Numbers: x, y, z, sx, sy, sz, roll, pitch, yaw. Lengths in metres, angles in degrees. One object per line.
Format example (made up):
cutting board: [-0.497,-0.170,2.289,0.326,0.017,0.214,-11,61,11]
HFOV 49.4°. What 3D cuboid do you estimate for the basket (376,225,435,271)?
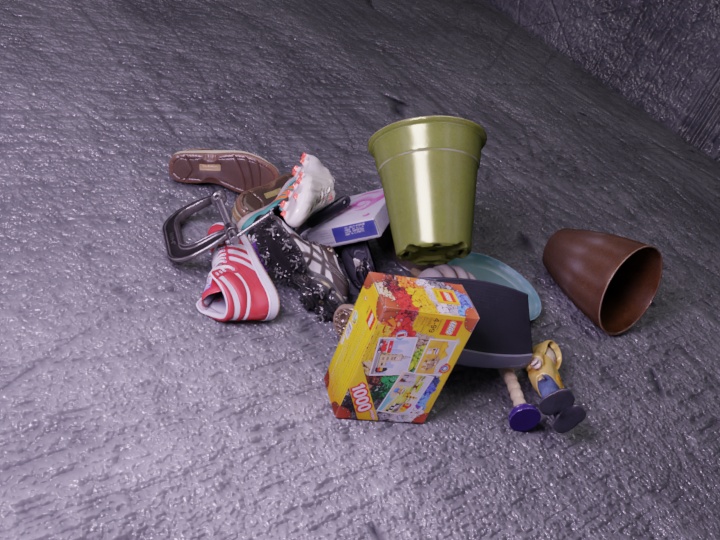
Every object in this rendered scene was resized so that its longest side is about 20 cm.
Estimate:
basket: [0.129,-0.121,1.471,0.134,0.203,0.181,-5,42,-38]

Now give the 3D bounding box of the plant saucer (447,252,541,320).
plant saucer: [0.250,0.038,1.490,0.196,0.028,0.202,17,33,-11]

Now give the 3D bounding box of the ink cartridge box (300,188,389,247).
ink cartridge box: [-0.029,-0.098,1.373,0.192,0.044,0.201,-12,24,24]

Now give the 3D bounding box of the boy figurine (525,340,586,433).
boy figurine: [0.311,0.182,1.268,0.125,0.064,0.201,52,17,-13]

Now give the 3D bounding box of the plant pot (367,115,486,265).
plant pot: [0.113,-0.116,1.260,0.196,0.199,0.195,5,74,-28]

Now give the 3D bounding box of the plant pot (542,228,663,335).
plant pot: [0.469,-0.002,1.579,0.184,0.191,0.199,-4,27,-37]

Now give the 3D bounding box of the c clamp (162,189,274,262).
c clamp: [-0.232,-0.075,1.228,0.169,0.027,0.200,-34,35,-7]

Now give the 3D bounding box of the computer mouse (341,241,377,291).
computer mouse: [0.000,0.000,1.314,0.052,0.140,0.201,-19,32,3]

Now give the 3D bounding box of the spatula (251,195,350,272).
spatula: [-0.094,-0.066,1.268,0.199,0.057,0.020,-37,28,-21]

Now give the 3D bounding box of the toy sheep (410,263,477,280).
toy sheep: [0.149,0.054,1.305,0.196,0.140,0.139,11,34,-22]

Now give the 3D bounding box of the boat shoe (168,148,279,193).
boat shoe: [-0.244,-0.190,1.425,0.197,0.076,0.075,10,18,-6]

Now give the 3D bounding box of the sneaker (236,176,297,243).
sneaker: [-0.115,-0.099,1.311,0.199,0.072,0.079,-42,29,-26]

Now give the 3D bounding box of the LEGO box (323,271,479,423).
LEGO box: [0.052,0.111,1.085,0.146,0.203,0.078,7,34,-23]

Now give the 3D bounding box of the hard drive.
hard drive: [0.182,0.078,1.213,0.196,0.042,0.138,9,69,-25]

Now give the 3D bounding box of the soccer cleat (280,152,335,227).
soccer cleat: [-0.075,-0.123,1.238,0.077,0.070,0.201,32,28,-15]

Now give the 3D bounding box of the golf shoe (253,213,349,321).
golf shoe: [-0.090,-0.017,1.236,0.201,0.077,0.095,53,38,-18]

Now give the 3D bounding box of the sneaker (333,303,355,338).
sneaker: [0.047,0.112,1.219,0.198,0.071,0.076,33,21,-1]

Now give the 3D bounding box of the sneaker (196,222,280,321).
sneaker: [-0.212,-0.001,1.188,0.111,0.072,0.201,-4,44,-43]

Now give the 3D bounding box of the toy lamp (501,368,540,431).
toy lamp: [0.242,0.167,1.271,0.057,0.059,0.202,13,37,-17]

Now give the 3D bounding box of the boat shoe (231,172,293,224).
boat shoe: [-0.148,-0.122,1.398,0.197,0.076,0.073,-16,72,-36]
